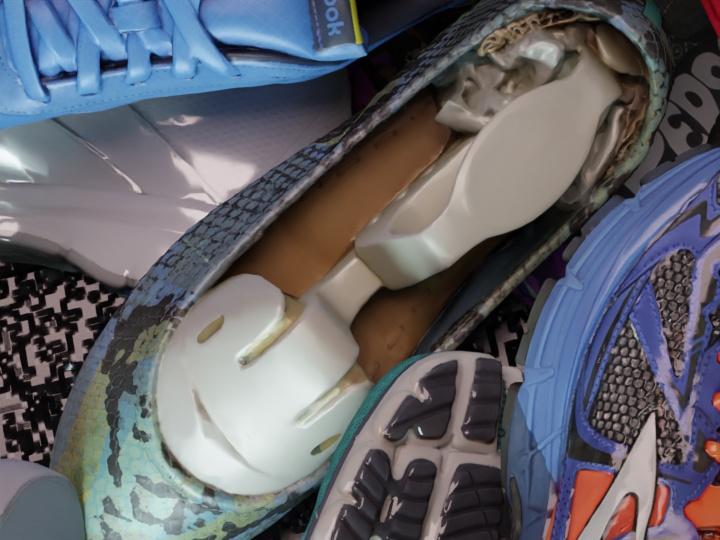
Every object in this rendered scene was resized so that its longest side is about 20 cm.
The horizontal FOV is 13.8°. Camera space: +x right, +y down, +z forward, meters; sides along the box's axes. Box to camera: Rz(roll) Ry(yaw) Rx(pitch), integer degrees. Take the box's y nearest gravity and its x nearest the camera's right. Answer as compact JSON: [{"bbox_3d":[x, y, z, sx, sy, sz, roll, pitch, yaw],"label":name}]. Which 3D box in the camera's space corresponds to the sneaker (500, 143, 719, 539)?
[{"bbox_3d":[0.069,0.065,0.657,0.078,0.075,0.201,22,88,42],"label":"sneaker"}]

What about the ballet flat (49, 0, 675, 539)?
[{"bbox_3d":[0.000,0.000,0.730,0.074,0.074,0.200,42,88,20],"label":"ballet flat"}]

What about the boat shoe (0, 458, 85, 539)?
[{"bbox_3d":[-0.126,0.137,0.737,0.066,0.070,0.201,19,99,24],"label":"boat shoe"}]

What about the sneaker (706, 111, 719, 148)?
[{"bbox_3d":[0.165,0.026,0.736,0.200,0.090,0.078,43,101,9],"label":"sneaker"}]

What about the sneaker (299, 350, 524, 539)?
[{"bbox_3d":[-0.013,0.110,0.715,0.080,0.077,0.201,28,99,53],"label":"sneaker"}]

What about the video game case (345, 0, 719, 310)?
[{"bbox_3d":[0.097,-0.079,0.812,0.200,0.036,0.181,-41,69,-7],"label":"video game case"}]

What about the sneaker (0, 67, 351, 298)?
[{"bbox_3d":[-0.094,-0.042,0.806,0.199,0.075,0.087,13,86,5],"label":"sneaker"}]

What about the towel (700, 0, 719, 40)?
[{"bbox_3d":[0.146,-0.148,0.715,0.200,0.022,0.145,-35,58,20],"label":"towel"}]

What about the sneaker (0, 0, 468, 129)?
[{"bbox_3d":[-0.048,-0.072,0.729,0.199,0.066,0.078,-17,29,-14],"label":"sneaker"}]
